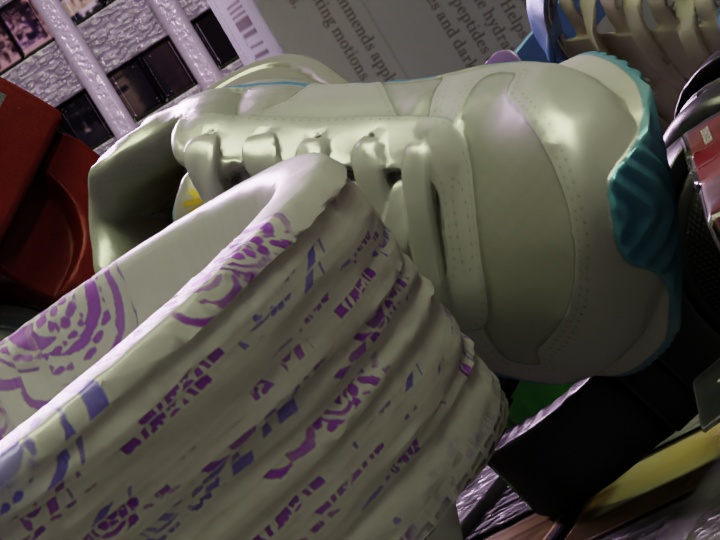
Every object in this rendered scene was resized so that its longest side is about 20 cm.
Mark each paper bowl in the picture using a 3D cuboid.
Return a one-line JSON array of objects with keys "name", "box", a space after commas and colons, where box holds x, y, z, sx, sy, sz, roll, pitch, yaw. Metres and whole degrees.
[{"name": "paper bowl", "box": [-0.057, 0.074, 0.591, 0.200, 0.105, 0.201, -36, 9, 6]}]

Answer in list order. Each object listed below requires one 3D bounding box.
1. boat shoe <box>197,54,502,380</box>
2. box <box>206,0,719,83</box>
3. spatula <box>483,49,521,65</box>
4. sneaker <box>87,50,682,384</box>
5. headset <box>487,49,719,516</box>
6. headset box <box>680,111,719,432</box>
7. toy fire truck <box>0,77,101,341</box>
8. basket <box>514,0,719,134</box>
[{"name": "boat shoe", "box": [0.000, 0.000, 0.838, 0.074, 0.060, 0.200, -35, 30, -8]}, {"name": "box", "box": [0.044, -0.102, 1.178, 0.171, 0.200, 0.200, -32, 5, -3]}, {"name": "spatula", "box": [0.014, 0.013, 0.926, 0.020, 0.057, 0.200, -6, -33, -27]}, {"name": "sneaker", "box": [0.004, -0.009, 0.681, 0.080, 0.077, 0.200, -10, 5, -27]}, {"name": "headset", "box": [0.114, -0.008, 0.728, 0.200, 0.094, 0.124, -46, 4, 19]}, {"name": "headset box", "box": [0.147, -0.029, 0.563, 0.199, 0.075, 0.149, -31, 5, 7]}, {"name": "toy fire truck", "box": [-0.088, 0.038, 0.795, 0.129, 0.199, 0.177, -53, 12, 45]}, {"name": "basket", "box": [0.129, -0.102, 0.882, 0.177, 0.139, 0.200, -54, 19, -12]}]
